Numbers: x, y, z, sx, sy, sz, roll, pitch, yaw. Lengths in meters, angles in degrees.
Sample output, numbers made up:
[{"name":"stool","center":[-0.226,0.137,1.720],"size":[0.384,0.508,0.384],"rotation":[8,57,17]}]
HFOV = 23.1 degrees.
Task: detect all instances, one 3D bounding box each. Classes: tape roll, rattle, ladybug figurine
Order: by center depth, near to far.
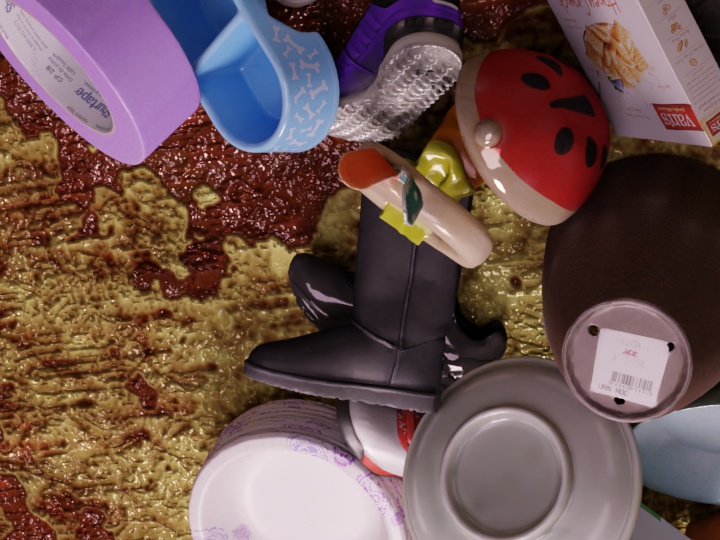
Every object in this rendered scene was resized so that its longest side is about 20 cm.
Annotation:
[{"name":"rattle","center":[0.061,-0.087,1.275],"size":[0.143,0.200,0.131],"rotation":[-39,63,2]},{"name":"ladybug figurine","center":[0.131,-0.104,1.280],"size":[0.071,0.200,0.137],"rotation":[-26,88,23]},{"name":"tape roll","center":[-0.215,-0.178,1.354],"size":[0.200,0.066,0.201],"rotation":[39,161,16]}]

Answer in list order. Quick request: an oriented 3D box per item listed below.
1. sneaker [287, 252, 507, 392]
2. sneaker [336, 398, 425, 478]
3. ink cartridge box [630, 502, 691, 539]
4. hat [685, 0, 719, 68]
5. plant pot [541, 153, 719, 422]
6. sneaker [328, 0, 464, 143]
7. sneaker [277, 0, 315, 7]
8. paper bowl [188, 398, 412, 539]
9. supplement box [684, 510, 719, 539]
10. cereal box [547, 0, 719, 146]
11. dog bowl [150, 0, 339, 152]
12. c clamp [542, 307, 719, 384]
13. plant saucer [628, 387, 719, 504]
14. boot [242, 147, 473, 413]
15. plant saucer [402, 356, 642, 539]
[{"name":"sneaker","center":[0.033,0.032,1.464],"size":[0.199,0.076,0.091],"rotation":[30,114,-9]},{"name":"sneaker","center":[0.076,0.144,1.479],"size":[0.107,0.068,0.201],"rotation":[-26,132,29]},{"name":"ink cartridge box","center":[0.188,0.262,1.481],"size":[0.146,0.083,0.200],"rotation":[36,149,-3]},{"name":"hat","center":[0.283,-0.183,1.254],"size":[0.198,0.081,0.203],"rotation":[7,119,13]},{"name":"plant pot","center":[0.211,0.032,1.308],"size":[0.185,0.200,0.189],"rotation":[5,111,14]},{"name":"sneaker","center":[0.022,-0.169,1.351],"size":[0.069,0.101,0.200],"rotation":[14,157,-26]},{"name":"sneaker","center":[-0.008,-0.265,1.302],"size":[0.075,0.081,0.200],"rotation":[41,123,-10]},{"name":"paper bowl","center":[-0.044,0.205,1.555],"size":[0.198,0.105,0.203],"rotation":[8,120,14]},{"name":"supplement box","center":[0.353,0.298,1.506],"size":[0.066,0.069,0.201],"rotation":[-27,105,29]},{"name":"cereal box","center":[0.184,-0.184,1.256],"size":[0.039,0.144,0.201],"rotation":[-34,107,-12]},{"name":"dog bowl","center":[-0.097,-0.178,1.349],"size":[0.111,0.049,0.201],"rotation":[-39,78,43]},{"name":"c clamp","center":[0.249,0.070,1.435],"size":[0.198,0.027,0.172],"rotation":[0,118,17]},{"name":"plant saucer","center":[0.304,0.134,1.404],"size":[0.199,0.039,0.202],"rotation":[4,150,2]},{"name":"boot","center":[0.001,0.000,1.397],"size":[0.163,0.066,0.202],"rotation":[9,93,-7]},{"name":"plant saucer","center":[0.118,0.162,1.372],"size":[0.198,0.050,0.202],"rotation":[-7,73,23]}]
